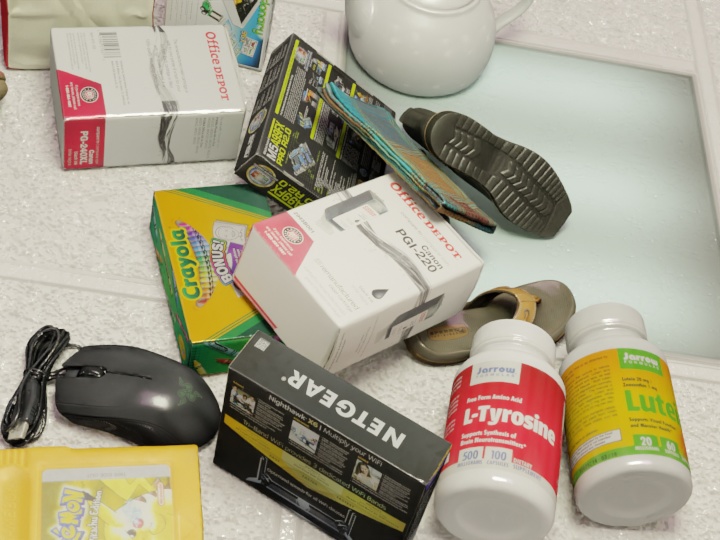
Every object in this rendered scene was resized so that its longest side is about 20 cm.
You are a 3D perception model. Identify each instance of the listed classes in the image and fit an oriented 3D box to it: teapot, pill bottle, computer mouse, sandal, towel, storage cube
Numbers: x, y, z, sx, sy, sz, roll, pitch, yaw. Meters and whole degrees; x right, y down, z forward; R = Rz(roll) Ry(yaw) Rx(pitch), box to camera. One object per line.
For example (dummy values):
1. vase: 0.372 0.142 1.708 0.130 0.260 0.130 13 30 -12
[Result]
1. teapot: 0.085 -0.319 1.610 0.196 0.147 0.200 29 50 11
2. pill bottle: 0.135 0.149 1.253 0.111 0.113 0.201 14 49 -1
3. computer mouse: -0.226 0.113 1.238 0.198 0.053 0.139 12 48 -3
4. sandal: 0.139 0.046 1.377 0.198 0.055 0.082 -8 53 -19
5. towel: 0.051 -0.118 1.396 0.200 0.022 0.146 47 15 26
6. storage cube: -0.329 -0.353 1.524 0.198 0.172 0.181 -3 53 -16
7. pill bottle: 0.251 0.134 1.292 0.110 0.112 0.201 5 50 -9

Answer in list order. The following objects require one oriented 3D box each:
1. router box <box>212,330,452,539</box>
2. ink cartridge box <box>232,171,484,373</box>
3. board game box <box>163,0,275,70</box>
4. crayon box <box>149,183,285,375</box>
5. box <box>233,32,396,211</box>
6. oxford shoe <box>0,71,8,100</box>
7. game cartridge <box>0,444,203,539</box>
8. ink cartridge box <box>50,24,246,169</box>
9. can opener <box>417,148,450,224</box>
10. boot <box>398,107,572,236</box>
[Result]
1. router box: -0.031 0.162 1.174 0.199 0.158 0.052 30 51 11
2. ink cartridge box: 0.000 0.000 1.299 0.199 0.085 0.146 -22 60 -39
3. board game box: -0.158 -0.330 1.525 0.125 0.201 0.035 14 46 -2
4. crayon box: -0.137 0.006 1.343 0.118 0.059 0.201 -6 52 -19
5. box: -0.044 -0.141 1.451 0.160 0.044 0.201 34 44 -24
6. oxford shoe: -0.442 -0.145 1.407 0.075 0.070 0.200 51 52 -5
7. game cartridge: -0.235 0.232 1.151 0.198 0.033 0.178 1 51 -14
8. ink cartridge box: -0.237 -0.195 1.471 0.198 0.084 0.146 -4 52 -17
9. can opener: 0.067 -0.049 1.441 0.066 0.053 0.201 1 50 -14
10. boot: 0.141 -0.123 1.512 0.200 0.138 0.078 39 90 -21
